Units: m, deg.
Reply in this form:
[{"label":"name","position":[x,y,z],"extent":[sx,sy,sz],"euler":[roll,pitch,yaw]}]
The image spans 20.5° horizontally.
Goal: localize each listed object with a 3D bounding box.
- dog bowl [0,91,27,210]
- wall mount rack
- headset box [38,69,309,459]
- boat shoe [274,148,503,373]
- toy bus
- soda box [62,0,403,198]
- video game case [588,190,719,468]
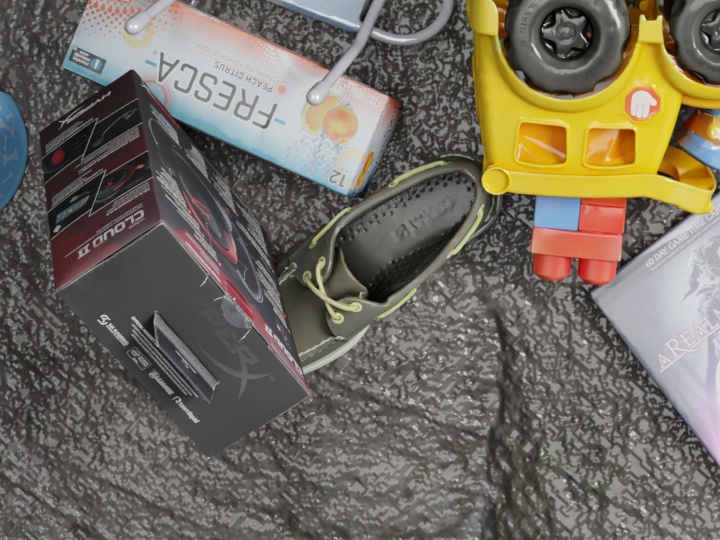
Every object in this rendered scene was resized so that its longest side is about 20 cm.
[{"label":"dog bowl","position":[-0.294,-0.119,1.268],"extent":[0.111,0.050,0.201],"euler":[-28,86,9]},{"label":"wall mount rack","position":[-0.047,-0.179,1.194],"extent":[0.199,0.075,0.174],"euler":[21,70,8]},{"label":"headset box","position":[-0.108,-0.001,1.140],"extent":[0.075,0.200,0.149],"euler":[-33,124,9]},{"label":"boat shoe","position":[-0.002,-0.002,1.216],"extent":[0.201,0.060,0.072],"euler":[-38,85,8]},{"label":"toy bus","position":[0.160,-0.088,1.161],"extent":[0.199,0.136,0.193],"euler":[2,104,7]},{"label":"soda box","position":[-0.077,-0.114,1.225],"extent":[0.199,0.064,0.069],"euler":[25,95,9]},{"label":"video game case","position":[0.254,0.050,1.196],"extent":[0.143,0.019,0.200],"euler":[-38,86,8]}]
